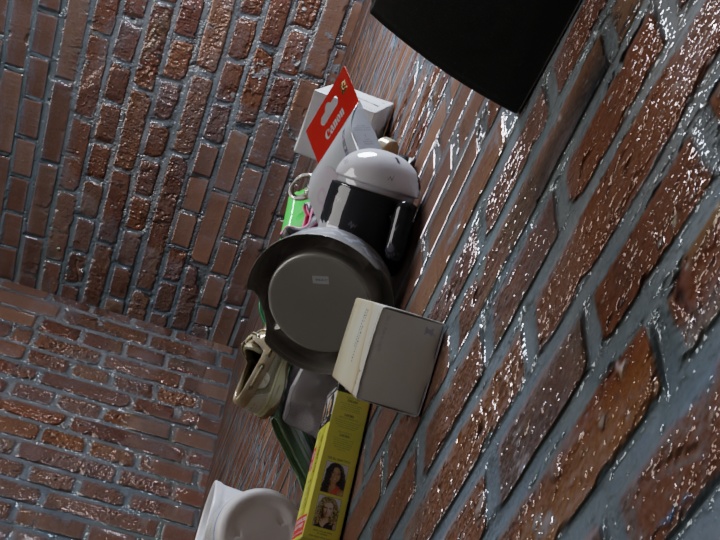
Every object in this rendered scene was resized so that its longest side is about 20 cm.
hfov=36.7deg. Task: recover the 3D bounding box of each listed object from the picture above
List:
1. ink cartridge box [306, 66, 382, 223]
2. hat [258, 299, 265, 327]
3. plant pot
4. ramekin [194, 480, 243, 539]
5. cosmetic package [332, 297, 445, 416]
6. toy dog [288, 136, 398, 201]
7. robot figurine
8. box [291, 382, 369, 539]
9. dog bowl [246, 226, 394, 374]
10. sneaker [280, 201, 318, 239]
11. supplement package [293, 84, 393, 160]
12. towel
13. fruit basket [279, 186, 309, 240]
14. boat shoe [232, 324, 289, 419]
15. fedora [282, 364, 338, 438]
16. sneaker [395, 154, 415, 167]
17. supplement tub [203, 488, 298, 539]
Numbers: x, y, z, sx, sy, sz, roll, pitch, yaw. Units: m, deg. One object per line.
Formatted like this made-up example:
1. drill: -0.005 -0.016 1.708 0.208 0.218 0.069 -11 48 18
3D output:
1. ink cartridge box: -0.039 -0.178 1.627 0.163 0.057 0.201 -52 56 47
2. hat: -0.048 0.047 1.718 0.176 0.165 0.200 -44 21 20
3. plant pot: 0.116 -0.314 1.073 0.201 0.177 0.200 -80 11 -44
4. ramekin: -0.276 0.535 2.190 0.200 0.097 0.201 -163 90 -82
5. cosmetic package: 0.027 0.091 1.200 0.200 0.073 0.104 178 109 -82
6. toy dog: -0.010 -0.143 1.802 0.200 0.096 0.132 -43 56 9
7. robot figurine: 0.009 -0.064 1.467 0.125 0.150 0.201 -1 -71 -73
8. box: -0.036 0.248 1.365 0.075 0.050 0.201 128 157 -65
9. dog bowl: -0.047 0.034 1.408 0.059 0.199 0.201 -59 -8 -61
10. sneaker: -0.044 -0.081 1.707 0.200 0.095 0.079 -37 -5 -27
11. supplement package: -0.026 -0.256 1.931 0.200 0.116 0.118 -51 -17 -73
12. towel: -0.100 0.225 1.640 0.200 0.023 0.153 -91 -20 -63
13. fruit basket: -0.087 -0.038 2.006 0.216 0.155 0.216 -48 22 27
14. boat shoe: -0.136 0.115 1.569 0.072 0.065 0.201 -36 34 49
15. fedora: -0.056 0.164 1.523 0.177 0.090 0.201 -90 18 -63
16. sneaker: 0.022 -0.145 1.631 0.200 0.090 0.070 -159 87 -82
17. supplement tub: -0.162 0.398 1.610 0.200 0.131 0.132 132 154 -69
